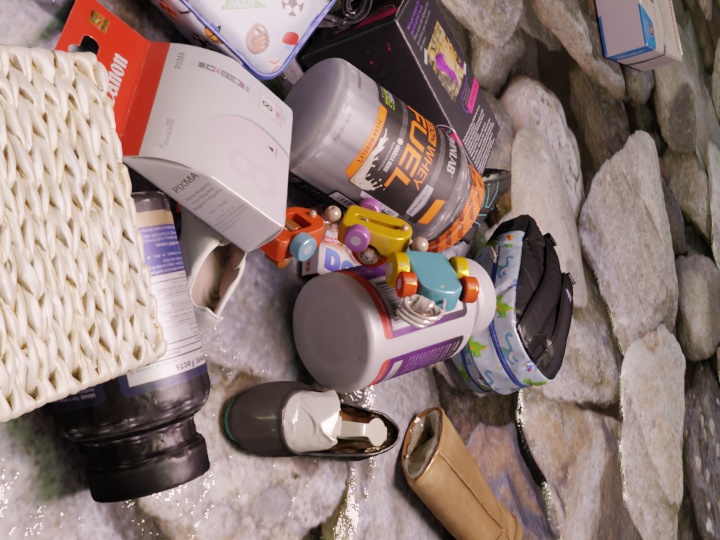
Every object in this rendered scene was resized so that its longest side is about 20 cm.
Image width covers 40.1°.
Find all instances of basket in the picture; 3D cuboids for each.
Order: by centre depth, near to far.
[{"bbox_3d":[-0.242,-0.009,0.540,0.161,0.199,0.200,-15,93,-60],"label":"basket"}]

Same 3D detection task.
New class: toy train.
[{"bbox_3d":[0.000,0.000,0.845,0.150,0.199,0.056,-27,141,-47],"label":"toy train"}]

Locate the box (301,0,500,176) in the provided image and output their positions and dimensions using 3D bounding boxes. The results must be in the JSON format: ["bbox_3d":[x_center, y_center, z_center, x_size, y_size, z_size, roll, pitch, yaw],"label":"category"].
[{"bbox_3d":[0.048,-0.186,1.052,0.201,0.122,0.106,57,37,-27],"label":"box"}]

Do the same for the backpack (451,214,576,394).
[{"bbox_3d":[0.184,0.058,1.176,0.164,0.153,0.200,59,18,-28],"label":"backpack"}]

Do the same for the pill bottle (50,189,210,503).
[{"bbox_3d":[-0.168,0.052,0.692,0.112,0.111,0.202,-14,93,-55],"label":"pill bottle"}]

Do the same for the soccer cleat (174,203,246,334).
[{"bbox_3d":[-0.120,-0.034,0.813,0.069,0.077,0.201,38,51,-43],"label":"soccer cleat"}]

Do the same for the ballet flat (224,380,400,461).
[{"bbox_3d":[-0.032,0.137,0.895,0.199,0.068,0.069,16,72,-51],"label":"ballet flat"}]

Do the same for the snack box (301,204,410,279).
[{"bbox_3d":[0.012,-0.001,1.034,0.200,0.024,0.072,25,63,-49],"label":"snack box"}]

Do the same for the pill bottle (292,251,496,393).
[{"bbox_3d":[0.041,0.043,0.961,0.199,0.111,0.112,-12,91,-44],"label":"pill bottle"}]

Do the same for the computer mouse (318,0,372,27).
[{"bbox_3d":[-0.072,-0.309,0.940,0.046,0.198,0.141,-97,-164,-58],"label":"computer mouse"}]

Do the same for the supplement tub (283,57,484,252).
[{"bbox_3d":[0.019,-0.104,0.956,0.199,0.122,0.123,29,56,-30],"label":"supplement tub"}]

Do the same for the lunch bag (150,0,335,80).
[{"bbox_3d":[-0.110,-0.277,0.846,0.161,0.075,0.200,-53,128,-10],"label":"lunch bag"}]

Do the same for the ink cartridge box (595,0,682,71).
[{"bbox_3d":[0.511,-0.456,1.812,0.199,0.084,0.147,-2,81,-55],"label":"ink cartridge box"}]

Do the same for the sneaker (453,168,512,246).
[{"bbox_3d":[0.117,-0.076,1.179,0.199,0.075,0.080,-23,112,-48],"label":"sneaker"}]

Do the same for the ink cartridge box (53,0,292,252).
[{"bbox_3d":[-0.140,-0.128,0.772,0.200,0.057,0.163,41,31,-32],"label":"ink cartridge box"}]

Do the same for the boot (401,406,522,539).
[{"bbox_3d":[0.103,0.276,1.056,0.200,0.066,0.176,55,29,-30],"label":"boot"}]
